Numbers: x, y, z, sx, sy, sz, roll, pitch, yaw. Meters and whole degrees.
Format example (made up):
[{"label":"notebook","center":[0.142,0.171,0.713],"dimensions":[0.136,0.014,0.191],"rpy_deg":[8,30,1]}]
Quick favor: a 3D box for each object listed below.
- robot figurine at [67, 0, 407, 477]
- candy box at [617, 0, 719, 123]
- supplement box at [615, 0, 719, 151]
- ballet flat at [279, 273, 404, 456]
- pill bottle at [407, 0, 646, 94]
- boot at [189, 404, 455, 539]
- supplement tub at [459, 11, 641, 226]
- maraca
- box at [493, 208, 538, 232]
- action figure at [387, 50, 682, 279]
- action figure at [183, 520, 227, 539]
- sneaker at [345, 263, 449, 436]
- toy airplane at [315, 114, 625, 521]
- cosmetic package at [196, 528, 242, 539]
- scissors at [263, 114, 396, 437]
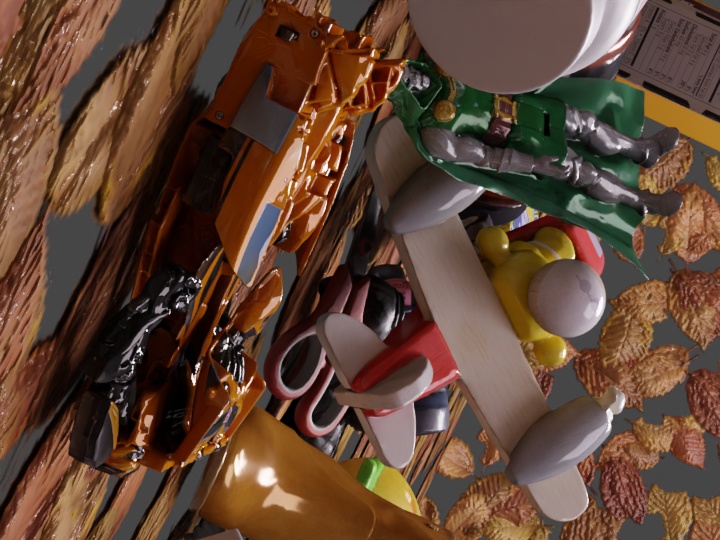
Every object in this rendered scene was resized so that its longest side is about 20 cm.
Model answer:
[{"label":"robot figurine","center":[-0.051,-0.006,0.862],"dimensions":[0.201,0.058,0.145],"rpy_deg":[-66,172,7]},{"label":"candy box","center":[0.181,-0.155,1.436],"dimensions":[0.061,0.199,0.136],"rpy_deg":[-65,173,9]},{"label":"supplement box","center":[0.474,-0.280,3.069],"dimensions":[0.133,0.197,0.200],"rpy_deg":[-67,173,23]},{"label":"ballet flat","center":[-0.035,0.080,1.368],"dimensions":[0.067,0.057,0.201],"rpy_deg":[-103,-145,-56]},{"label":"pill bottle","center":[0.098,-0.166,1.141],"dimensions":[0.116,0.115,0.200],"rpy_deg":[-68,172,28]},{"label":"boot","center":[-0.016,0.137,1.261],"dimensions":[0.071,0.144,0.201],"rpy_deg":[-64,172,-4]},{"label":"supplement tub","center":[0.096,-0.111,1.343],"dimensions":[0.107,0.107,0.200],"rpy_deg":[-59,172,-36]},{"label":"maraca","center":[-0.009,0.203,1.671],"dimensions":[0.200,0.107,0.138],"rpy_deg":[72,37,-80]},{"label":"box","center":[0.084,-0.026,1.516],"dimensions":[0.200,0.064,0.070],"rpy_deg":[-68,149,-70]},{"label":"action figure","center":[0.089,-0.077,1.203],"dimensions":[0.055,0.199,0.119],"rpy_deg":[-33,-130,48]},{"label":"action figure","center":[-0.081,0.215,1.267],"dimensions":[0.200,0.102,0.119],"rpy_deg":[13,113,-56]},{"label":"sneaker","center":[0.018,0.051,1.427],"dimensions":[0.200,0.070,0.082],"rpy_deg":[-121,-148,-75]},{"label":"toy airplane","center":[0.074,0.027,1.267],"dimensions":[0.141,0.200,0.200],"rpy_deg":[-13,-118,43]},{"label":"cosmetic package","center":[-0.064,0.239,1.046],"dimensions":[0.084,0.200,0.108],"rpy_deg":[-15,147,-22]},{"label":"scissors","center":[0.000,0.000,1.294],"dimensions":[0.073,0.014,0.201],"rpy_deg":[39,70,-41]}]
